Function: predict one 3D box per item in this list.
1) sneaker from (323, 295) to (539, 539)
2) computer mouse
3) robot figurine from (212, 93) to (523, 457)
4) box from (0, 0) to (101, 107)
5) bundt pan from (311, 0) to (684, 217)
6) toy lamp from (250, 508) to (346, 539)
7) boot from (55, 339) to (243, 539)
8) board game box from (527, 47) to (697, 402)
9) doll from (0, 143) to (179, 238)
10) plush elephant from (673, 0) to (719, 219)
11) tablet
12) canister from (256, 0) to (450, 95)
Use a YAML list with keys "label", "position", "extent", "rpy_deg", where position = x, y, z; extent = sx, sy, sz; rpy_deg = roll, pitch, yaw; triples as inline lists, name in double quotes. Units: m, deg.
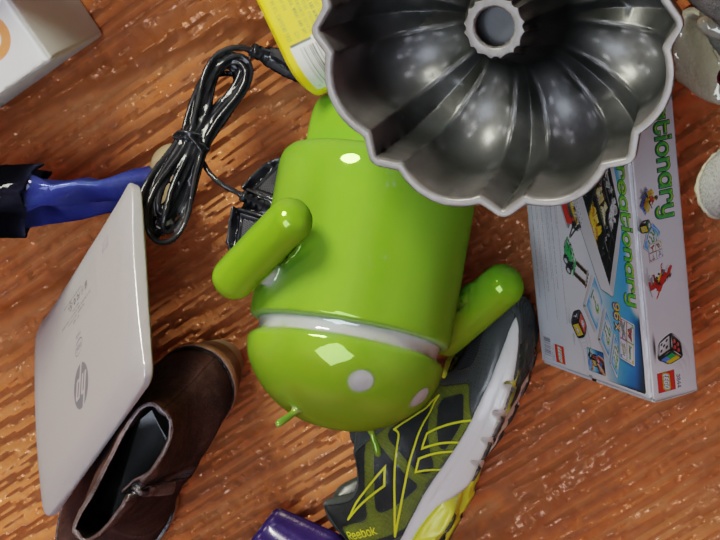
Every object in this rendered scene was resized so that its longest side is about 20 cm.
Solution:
- label: "sneaker"
  position: [0.039, 0.095, 1.768]
  extent: [0.084, 0.074, 0.200]
  rpy_deg: [28, 109, 7]
- label: "computer mouse"
  position: [-0.028, -0.048, 1.761]
  extent: [0.199, 0.046, 0.141]
  rpy_deg: [23, 78, -13]
- label: "robot figurine"
  position: [0.000, 0.000, 1.679]
  extent: [0.116, 0.175, 0.201]
  rpy_deg: [-1, 75, 53]
- label: "box"
  position: [-0.270, -0.184, 1.768]
  extent: [0.124, 0.097, 0.200]
  rpy_deg: [-32, 93, 20]
- label: "bundt pan"
  position: [0.080, -0.135, 1.578]
  extent: [0.201, 0.076, 0.203]
  rpy_deg: [4, 104, 16]
- label: "toy lamp"
  position: [0.017, 0.219, 1.818]
  extent: [0.200, 0.058, 0.058]
  rpy_deg: [37, 110, 1]
- label: "boot"
  position: [-0.148, 0.131, 1.779]
  extent: [0.072, 0.166, 0.200]
  rpy_deg: [36, 110, 4]
- label: "board game box"
  position: [0.138, -0.035, 1.686]
  extent: [0.035, 0.126, 0.201]
  rpy_deg: [-12, 105, -24]
- label: "doll"
  position: [-0.210, -0.043, 1.776]
  extent: [0.199, 0.136, 0.049]
  rpy_deg: [-4, 84, -2]
- label: "plush elephant"
  position: [0.236, -0.127, 1.623]
  extent: [0.155, 0.200, 0.165]
  rpy_deg: [45, 110, 25]
- label: "tablet"
  position: [-0.161, 0.050, 1.750]
  extent: [0.014, 0.131, 0.200]
  rpy_deg: [5, 150, -21]
- label: "canister"
  position: [0.034, -0.201, 1.663]
  extent: [0.199, 0.087, 0.149]
  rpy_deg: [-23, 94, 18]
